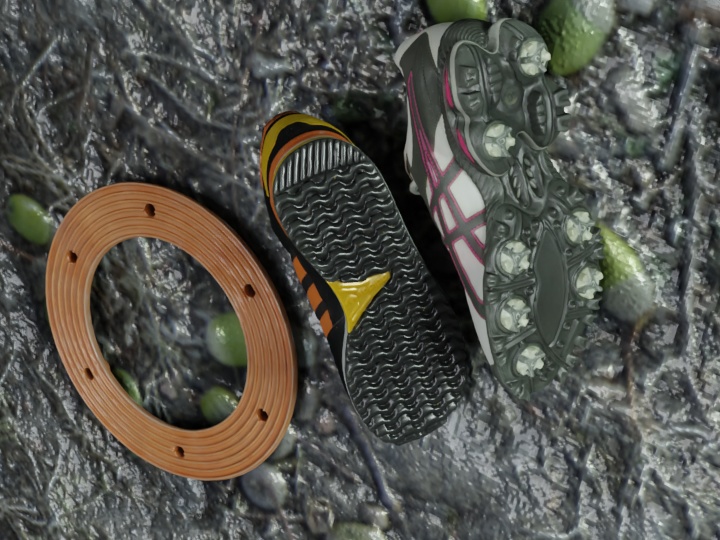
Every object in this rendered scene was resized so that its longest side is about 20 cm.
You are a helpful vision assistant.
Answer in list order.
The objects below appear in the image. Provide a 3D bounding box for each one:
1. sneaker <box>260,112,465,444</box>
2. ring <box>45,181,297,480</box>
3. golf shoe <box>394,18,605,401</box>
[{"bbox_3d":[0.000,0.000,0.941,0.090,0.070,0.201,-121,7,-59],"label":"sneaker"},{"bbox_3d":[-0.119,0.038,1.074,0.199,0.019,0.202,14,117,30],"label":"ring"},{"bbox_3d":[0.070,-0.034,0.885,0.088,0.077,0.201,16,121,55],"label":"golf shoe"}]
